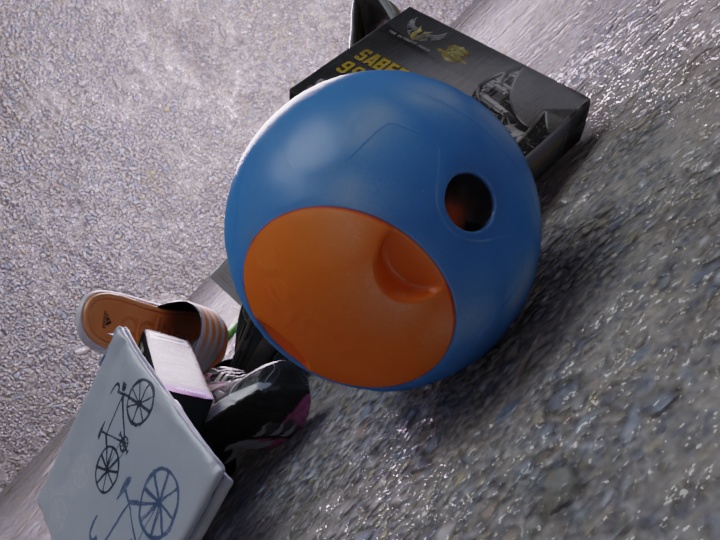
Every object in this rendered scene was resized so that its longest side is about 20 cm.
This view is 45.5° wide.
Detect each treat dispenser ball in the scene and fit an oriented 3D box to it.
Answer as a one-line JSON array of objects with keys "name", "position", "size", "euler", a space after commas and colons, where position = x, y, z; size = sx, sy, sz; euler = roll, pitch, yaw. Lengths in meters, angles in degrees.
[{"name": "treat dispenser ball", "position": [0.014, -0.025, 0.548], "size": [0.201, 0.201, 0.201], "euler": [-44, 11, 11]}]

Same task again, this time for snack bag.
[{"name": "snack bag", "position": [-0.186, 0.172, 0.670], "size": [0.200, 0.021, 0.189], "euler": [40, 107, 43]}]

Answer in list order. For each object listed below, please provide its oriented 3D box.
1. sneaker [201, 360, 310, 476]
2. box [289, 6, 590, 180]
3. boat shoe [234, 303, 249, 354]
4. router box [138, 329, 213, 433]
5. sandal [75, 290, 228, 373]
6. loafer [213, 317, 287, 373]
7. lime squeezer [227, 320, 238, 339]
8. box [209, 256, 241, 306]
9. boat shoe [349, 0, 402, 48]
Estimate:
[{"name": "sneaker", "position": [-0.119, 0.119, 0.773], "size": [0.200, 0.080, 0.087], "euler": [-36, 45, 39]}, {"name": "box", "position": [0.064, -0.131, 0.723], "size": [0.158, 0.200, 0.048], "euler": [-40, -29, -26]}, {"name": "boat shoe", "position": [-0.101, 0.047, 0.943], "size": [0.068, 0.072, 0.201], "euler": [-63, -3, -60]}, {"name": "router box", "position": [-0.196, 0.172, 0.764], "size": [0.201, 0.051, 0.149], "euler": [-69, 22, 8]}, {"name": "sandal", "position": [-0.188, 0.067, 0.856], "size": [0.059, 0.206, 0.080], "euler": [-2, 78, 31]}, {"name": "loafer", "position": [-0.124, 0.101, 0.909], "size": [0.200, 0.063, 0.072], "euler": [-52, 11, 28]}, {"name": "lime squeezer", "position": [-0.176, 0.134, 0.950], "size": [0.038, 0.071, 0.201], "euler": [4, 62, 31]}, {"name": "box", "position": [-0.094, -0.027, 1.164], "size": [0.200, 0.097, 0.124], "euler": [-48, -4, -6]}, {"name": "boat shoe", "position": [0.016, -0.230, 0.881], "size": [0.074, 0.065, 0.202], "euler": [-29, 32, 26]}]
